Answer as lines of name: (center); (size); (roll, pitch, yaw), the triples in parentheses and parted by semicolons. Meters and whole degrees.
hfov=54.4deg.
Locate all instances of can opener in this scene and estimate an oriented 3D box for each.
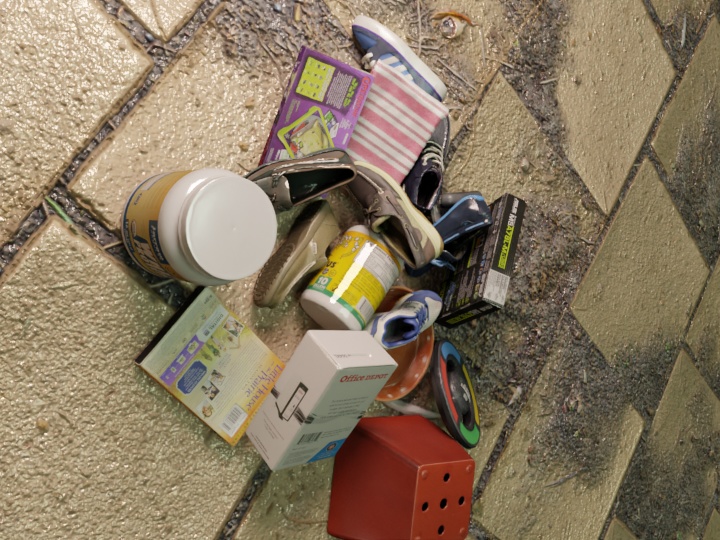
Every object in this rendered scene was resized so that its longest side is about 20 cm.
can opener: (0.180, -0.115, 1.260); (0.199, 0.066, 0.053); (-15, 104, -60)

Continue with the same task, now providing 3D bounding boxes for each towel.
towel: (0.033, -0.210, 1.115); (0.145, 0.030, 0.201); (28, 107, -22)

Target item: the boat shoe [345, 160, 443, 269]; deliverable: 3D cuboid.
boat shoe: (0.041, -0.086, 1.073); (0.200, 0.073, 0.065); (44, 51, 11)

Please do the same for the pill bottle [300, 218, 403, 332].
pill bottle: (0.000, 0.000, 1.129); (0.113, 0.112, 0.201); (48, 66, -31)

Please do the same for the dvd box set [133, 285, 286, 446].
dvd box set: (-0.210, 0.140, 1.026); (0.200, 0.029, 0.147); (50, 65, -29)

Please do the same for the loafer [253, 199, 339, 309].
loafer: (-0.091, -0.018, 1.079); (0.067, 0.076, 0.201); (42, 69, -26)

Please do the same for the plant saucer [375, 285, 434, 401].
plant saucer: (0.048, 0.127, 1.230); (0.199, 0.032, 0.203); (-3, 95, -38)

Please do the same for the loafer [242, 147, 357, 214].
loafer: (-0.099, -0.127, 1.031); (0.198, 0.063, 0.072); (-24, 123, -11)

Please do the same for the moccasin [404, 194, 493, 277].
moccasin: (0.145, -0.044, 1.194); (0.080, 0.200, 0.069); (-10, 61, -42)

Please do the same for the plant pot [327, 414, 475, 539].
plant pot: (0.081, 0.368, 1.187); (0.198, 0.175, 0.203); (7, 91, -38)

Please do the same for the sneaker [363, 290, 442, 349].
sneaker: (0.081, 0.092, 1.178); (0.199, 0.088, 0.076); (-25, 107, -36)

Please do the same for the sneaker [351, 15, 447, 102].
sneaker: (0.031, -0.298, 1.149); (0.199, 0.081, 0.147); (39, 90, -12)

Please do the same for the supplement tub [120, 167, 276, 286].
supplement tub: (-0.210, -0.057, 0.902); (0.143, 0.199, 0.147); (-4, 96, -37)

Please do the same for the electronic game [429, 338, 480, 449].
electronic game: (0.176, 0.223, 1.277); (0.200, 0.041, 0.202); (53, 27, -42)

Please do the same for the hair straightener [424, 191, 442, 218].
hair straightener: (0.112, -0.149, 1.258); (0.076, 0.041, 0.202); (-21, 111, -35)

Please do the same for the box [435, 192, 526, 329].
box: (0.204, -0.012, 1.224); (0.047, 0.193, 0.202); (21, 69, -11)

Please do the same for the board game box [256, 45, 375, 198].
board game box: (-0.069, -0.218, 1.051); (0.119, 0.032, 0.202); (16, 108, -25)

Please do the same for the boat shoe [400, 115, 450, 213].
boat shoe: (0.119, -0.185, 1.177); (0.074, 0.093, 0.202); (18, 87, -18)

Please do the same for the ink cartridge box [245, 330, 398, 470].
ink cartridge box: (-0.057, 0.189, 1.045); (0.145, 0.084, 0.201); (7, 122, -52)
